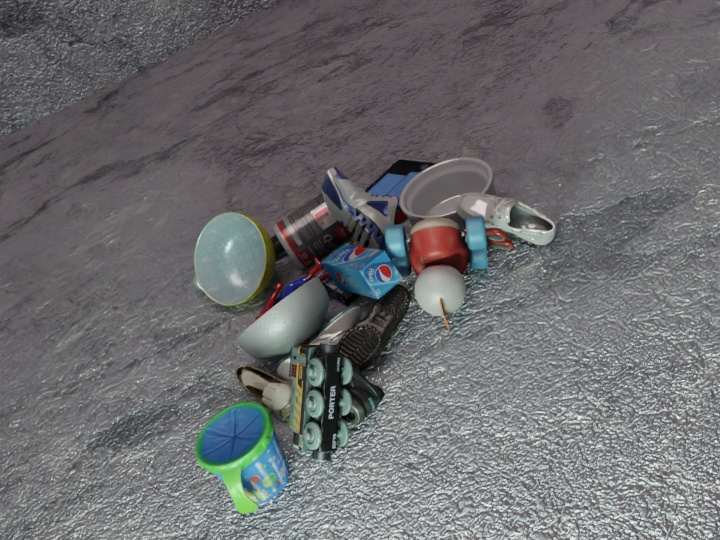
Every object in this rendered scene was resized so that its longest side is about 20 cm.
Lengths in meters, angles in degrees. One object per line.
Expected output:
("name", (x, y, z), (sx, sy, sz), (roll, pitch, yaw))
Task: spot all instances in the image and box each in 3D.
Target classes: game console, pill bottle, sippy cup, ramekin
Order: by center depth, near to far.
("sippy cup", (-0.184, 0.310, 1.483), (0.139, 0.131, 0.178), (5, 45, 39))
("ramekin", (0.190, -0.136, 1.854), (0.200, 0.098, 0.201), (-18, 35, 13))
("pill bottle", (-0.079, -0.103, 1.954), (0.200, 0.116, 0.116), (-33, 34, 2))
("game console", (0.083, -0.184, 2.048), (0.200, 0.031, 0.176), (-43, 38, -24))

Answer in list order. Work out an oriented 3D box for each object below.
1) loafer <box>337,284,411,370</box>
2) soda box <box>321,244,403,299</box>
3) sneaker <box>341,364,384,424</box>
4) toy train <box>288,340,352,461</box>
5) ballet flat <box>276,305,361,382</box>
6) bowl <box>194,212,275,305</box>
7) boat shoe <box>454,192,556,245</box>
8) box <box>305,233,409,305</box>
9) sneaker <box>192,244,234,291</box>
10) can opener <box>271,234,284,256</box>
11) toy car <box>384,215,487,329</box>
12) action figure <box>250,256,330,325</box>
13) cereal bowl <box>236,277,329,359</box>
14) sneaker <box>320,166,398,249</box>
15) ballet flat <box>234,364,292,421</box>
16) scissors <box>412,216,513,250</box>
("loafer", (0.027, 0.119, 1.660), (0.073, 0.071, 0.200), (39, 80, 19))
("soda box", (0.000, 0.000, 1.708), (0.064, 0.068, 0.200), (-39, 18, -16))
("sneaker", (-0.043, 0.200, 1.595), (0.079, 0.076, 0.200), (-33, 47, -30))
("toy train", (-0.073, 0.214, 1.508), (0.085, 0.201, 0.114), (1, 4, -37))
("ballet flat", (-0.064, 0.149, 1.688), (0.200, 0.070, 0.069), (-37, 35, -9))
("bowl", (-0.256, -0.024, 1.972), (0.199, 0.201, 0.108), (-4, -2, 29))
("boat shoe", (0.277, -0.109, 1.706), (0.199, 0.069, 0.071), (17, 77, 8))
("box", (0.000, -0.021, 1.878), (0.200, 0.040, 0.137), (-40, 37, -18))
("sneaker", (-0.306, -0.029, 2.073), (0.200, 0.075, 0.088), (-35, 16, -16))
("can opener", (-0.128, -0.087, 2.048), (0.200, 0.067, 0.053), (-38, 29, 7))
("toy car", (0.147, 0.020, 1.665), (0.183, 0.177, 0.201), (-5, 66, 7))
("action figure", (-0.148, 0.053, 1.833), (0.200, 0.065, 0.052), (-43, 58, 7))
("cereal bowl", (-0.135, 0.105, 1.720), (0.200, 0.083, 0.200), (-39, -3, -2))
("sneaker", (0.013, -0.133, 1.872), (0.115, 0.081, 0.200), (-30, 76, -29))
("ballet flat", (-0.168, 0.220, 1.639), (0.200, 0.075, 0.068), (21, 80, 47))
("scissors", (0.201, -0.072, 1.757), (0.199, 0.073, 0.014), (11, 72, 23))
